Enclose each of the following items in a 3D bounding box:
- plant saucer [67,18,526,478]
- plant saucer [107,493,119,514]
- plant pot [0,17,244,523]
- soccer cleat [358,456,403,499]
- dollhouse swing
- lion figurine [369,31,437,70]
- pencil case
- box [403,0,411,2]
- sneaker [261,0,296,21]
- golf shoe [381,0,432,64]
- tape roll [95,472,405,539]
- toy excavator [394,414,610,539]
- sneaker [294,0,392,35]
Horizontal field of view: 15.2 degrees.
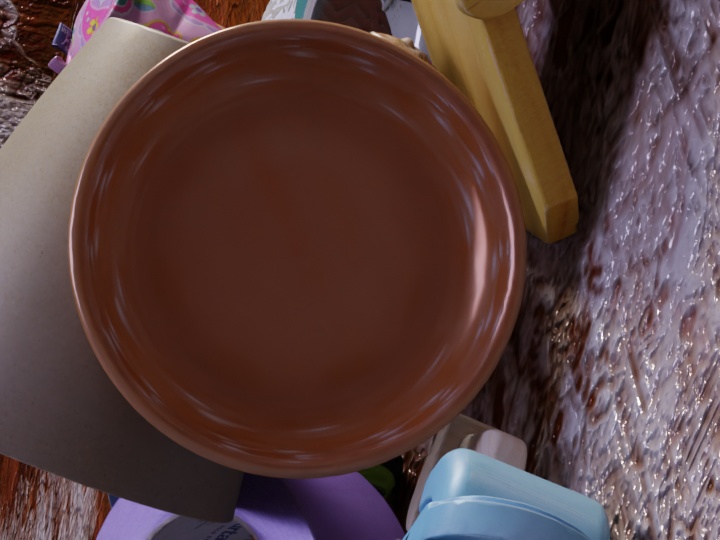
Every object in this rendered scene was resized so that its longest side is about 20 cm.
[{"bbox_3d":[-0.028,-0.008,1.180,0.037,0.200,0.201,131,150,-79],"label":"plant saucer"},{"bbox_3d":[-0.114,0.079,1.477,0.200,0.036,0.201,-11,-90,-87],"label":"plant saucer"},{"bbox_3d":[-0.112,-0.009,1.264,0.187,0.187,0.201,-160,91,-77],"label":"plant pot"},{"bbox_3d":[-0.019,0.090,1.451,0.200,0.067,0.081,148,133,-76],"label":"soccer cleat"},{"bbox_3d":[0.098,-0.142,1.232,0.182,0.176,0.200,-36,14,-3],"label":"dollhouse swing"},{"bbox_3d":[0.023,-0.025,1.305,0.072,0.200,0.122,-41,23,-29],"label":"lion figurine"},{"bbox_3d":[-0.083,-0.104,1.603,0.088,0.200,0.087,-54,16,23],"label":"pencil case"},{"bbox_3d":[-0.003,-0.261,1.406,0.200,0.132,0.115,-69,-25,-15],"label":"box"},{"bbox_3d":[0.002,-0.200,1.643,0.072,0.072,0.200,40,115,25],"label":"sneaker"},{"bbox_3d":[0.022,-0.184,1.474,0.075,0.091,0.201,127,151,-58],"label":"golf shoe"},{"bbox_3d":[-0.058,0.187,1.333,0.200,0.066,0.201,-11,75,46],"label":"tape roll"},{"bbox_3d":[0.052,0.116,1.104,0.195,0.100,0.200,119,173,-54],"label":"toy excavator"},{"bbox_3d":[-0.005,-0.176,1.555,0.080,0.071,0.201,-2,70,60],"label":"sneaker"}]
